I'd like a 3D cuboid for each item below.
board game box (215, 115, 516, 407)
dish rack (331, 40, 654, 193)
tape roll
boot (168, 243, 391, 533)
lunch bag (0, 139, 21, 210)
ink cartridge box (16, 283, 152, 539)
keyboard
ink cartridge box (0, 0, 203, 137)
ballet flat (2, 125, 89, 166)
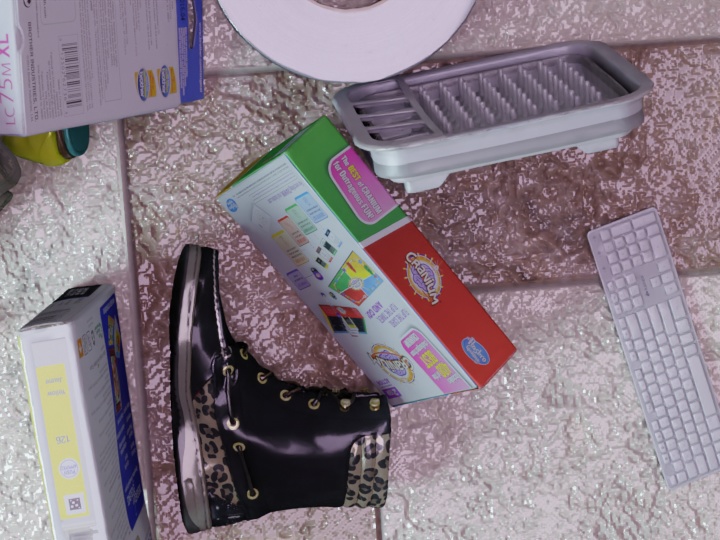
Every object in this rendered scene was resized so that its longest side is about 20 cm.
[{"bbox_3d":[0.000,0.000,1.249,0.040,0.153,0.200,-43,99,-22],"label":"board game box"},{"bbox_3d":[0.087,-0.103,1.239,0.198,0.172,0.044,-13,110,-5],"label":"dish rack"},{"bbox_3d":[-0.011,-0.230,1.266,0.198,0.066,0.203,-1,97,-5],"label":"tape roll"},{"bbox_3d":[-0.057,0.080,1.296,0.152,0.073,0.206,-2,101,-7],"label":"boot"},{"bbox_3d":[-0.307,-0.078,1.184,0.164,0.200,0.118,46,70,-7],"label":"lunch bag"},{"bbox_3d":[-0.178,0.120,1.226,0.046,0.198,0.203,-6,96,-1],"label":"ink cartridge box"},{"bbox_3d":[0.220,0.057,1.345,0.056,0.011,0.202,-19,98,-2],"label":"keyboard"},{"bbox_3d":[-0.174,-0.160,1.215,0.042,0.199,0.121,5,103,32],"label":"ink cartridge box"},{"bbox_3d":[-0.219,-0.172,1.242,0.066,0.067,0.203,4,98,17],"label":"ballet flat"}]
